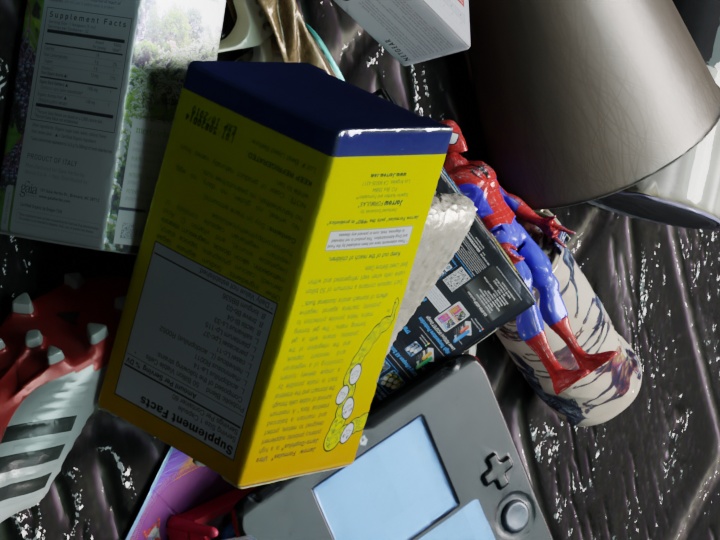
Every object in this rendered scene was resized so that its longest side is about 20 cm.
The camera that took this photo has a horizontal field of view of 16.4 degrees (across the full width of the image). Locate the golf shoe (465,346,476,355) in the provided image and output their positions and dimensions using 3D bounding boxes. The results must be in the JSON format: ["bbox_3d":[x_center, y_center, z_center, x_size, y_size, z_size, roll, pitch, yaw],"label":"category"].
[{"bbox_3d":[0.027,0.027,1.645,0.200,0.072,0.093,41,66,-53],"label":"golf shoe"}]

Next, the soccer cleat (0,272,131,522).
[{"bbox_3d":[-0.182,0.081,1.354,0.200,0.068,0.086,-52,151,-36],"label":"soccer cleat"}]

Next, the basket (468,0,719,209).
[{"bbox_3d":[0.141,-0.169,1.712,0.179,0.136,0.201,-27,121,-5],"label":"basket"}]

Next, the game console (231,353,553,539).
[{"bbox_3d":[0.027,0.174,1.572,0.199,0.031,0.178,-32,116,-25],"label":"game console"}]

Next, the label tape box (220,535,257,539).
[{"bbox_3d":[-0.140,0.244,1.438,0.199,0.066,0.144,-8,107,-23],"label":"label tape box"}]

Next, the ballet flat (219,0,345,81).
[{"bbox_3d":[-0.062,-0.142,1.482,0.072,0.068,0.201,-37,130,-21],"label":"ballet flat"}]

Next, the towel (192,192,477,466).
[{"bbox_3d":[-0.020,0.033,1.471,0.132,0.034,0.201,-6,136,-53],"label":"towel"}]

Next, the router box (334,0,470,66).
[{"bbox_3d":[0.001,-0.247,1.497,0.200,0.049,0.181,38,45,-54],"label":"router box"}]

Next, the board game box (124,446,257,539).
[{"bbox_3d":[-0.081,0.177,1.548,0.201,0.039,0.158,-64,144,-22],"label":"board game box"}]

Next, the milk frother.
[{"bbox_3d":[0.287,-0.123,1.889,0.180,0.199,0.190,21,81,-60],"label":"milk frother"}]

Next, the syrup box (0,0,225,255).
[{"bbox_3d":[-0.132,-0.112,1.357,0.079,0.081,0.202,5,94,-59],"label":"syrup box"}]

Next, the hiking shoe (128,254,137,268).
[{"bbox_3d":[-0.102,-0.026,1.431,0.074,0.086,0.201,10,107,-56],"label":"hiking shoe"}]

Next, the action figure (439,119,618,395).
[{"bbox_3d":[0.105,-0.016,1.700,0.065,0.052,0.201,-28,83,-46],"label":"action figure"}]

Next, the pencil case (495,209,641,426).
[{"bbox_3d":[0.143,0.033,1.820,0.090,0.078,0.200,-51,139,-15],"label":"pencil case"}]

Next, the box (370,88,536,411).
[{"bbox_3d":[0.000,0.000,1.534,0.158,0.046,0.200,-35,138,6],"label":"box"}]

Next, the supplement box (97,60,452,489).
[{"bbox_3d":[-0.046,-0.001,1.338,0.109,0.108,0.201,-5,117,-54],"label":"supplement box"}]
